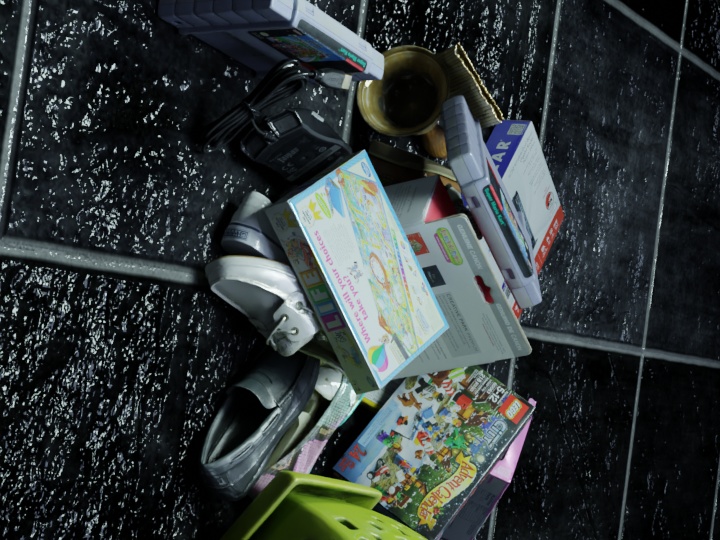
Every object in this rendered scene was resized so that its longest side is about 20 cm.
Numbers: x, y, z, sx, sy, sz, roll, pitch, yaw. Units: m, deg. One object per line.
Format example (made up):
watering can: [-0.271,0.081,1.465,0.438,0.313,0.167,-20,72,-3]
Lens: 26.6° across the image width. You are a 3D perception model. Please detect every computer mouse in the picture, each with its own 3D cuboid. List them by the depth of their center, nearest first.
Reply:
computer mouse: [-0.057,-0.150,1.461,0.200,0.140,0.046,16,43,-55]

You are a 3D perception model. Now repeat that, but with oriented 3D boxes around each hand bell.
hand bell: [0.074,-0.166,1.719,0.200,0.104,0.105,44,58,-66]

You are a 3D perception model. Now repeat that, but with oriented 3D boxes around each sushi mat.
sushi mat: [0.107,-0.196,1.669,0.012,0.200,0.096,-34,96,-7]

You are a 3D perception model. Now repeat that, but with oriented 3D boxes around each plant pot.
plant pot: [-0.037,0.310,1.467,0.200,0.182,0.199,-49,149,11]

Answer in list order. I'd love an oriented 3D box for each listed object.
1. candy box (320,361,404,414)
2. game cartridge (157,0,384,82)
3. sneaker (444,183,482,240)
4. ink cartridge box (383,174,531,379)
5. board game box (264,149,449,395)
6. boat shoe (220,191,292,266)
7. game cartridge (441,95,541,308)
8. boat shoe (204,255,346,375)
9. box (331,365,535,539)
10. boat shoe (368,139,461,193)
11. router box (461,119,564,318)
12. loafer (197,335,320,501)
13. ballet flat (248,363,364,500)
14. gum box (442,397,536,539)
candy box: [-0.003,0.088,1.674,0.200,0.026,0.103,37,67,-55]
game cartridge: [-0.076,-0.213,1.396,0.200,0.129,0.039,22,77,-58]
sneaker: [0.090,0.005,1.712,0.077,0.088,0.201,-31,148,-43]
ink cartridge box: [0.075,0.007,1.607,0.200,0.175,0.084,62,31,-32]
board game box: [0.000,0.000,1.474,0.134,0.034,0.201,-37,105,-47]
boat shoe: [-0.061,-0.009,1.512,0.200,0.073,0.066,47,58,-52]
game cartridge: [0.139,-0.071,1.592,0.130,0.038,0.200,-99,163,-57]
boat shoe: [-0.064,0.048,1.462,0.199,0.071,0.070,26,58,-30]
box: [0.081,0.191,1.682,0.200,0.136,0.038,-49,165,-23]
boat shoe: [0.053,-0.097,1.704,0.200,0.072,0.068,12,100,-59]
router box: [0.185,-0.059,1.940,0.200,0.049,0.180,-62,143,-32]
loafer: [-0.097,0.129,1.481,0.201,0.068,0.071,-61,150,-29]
ballet flat: [-0.056,0.150,1.546,0.071,0.069,0.200,46,66,-27]
gum box: [0.139,0.229,1.798,0.200,0.066,0.114,111,3,-55]
